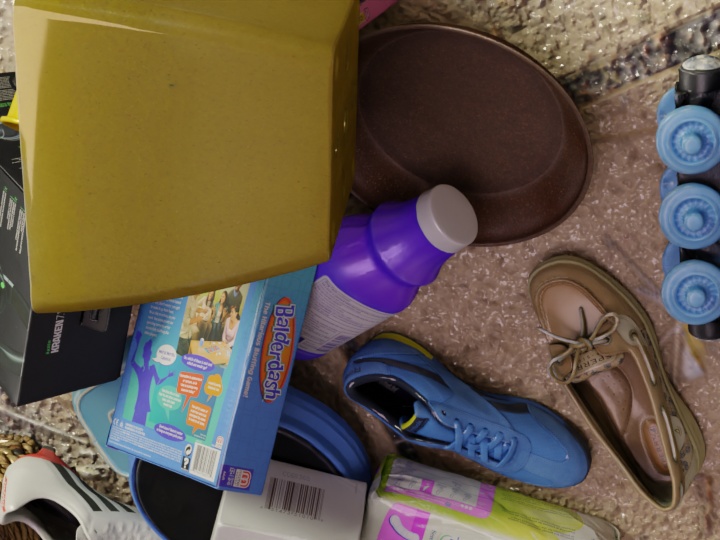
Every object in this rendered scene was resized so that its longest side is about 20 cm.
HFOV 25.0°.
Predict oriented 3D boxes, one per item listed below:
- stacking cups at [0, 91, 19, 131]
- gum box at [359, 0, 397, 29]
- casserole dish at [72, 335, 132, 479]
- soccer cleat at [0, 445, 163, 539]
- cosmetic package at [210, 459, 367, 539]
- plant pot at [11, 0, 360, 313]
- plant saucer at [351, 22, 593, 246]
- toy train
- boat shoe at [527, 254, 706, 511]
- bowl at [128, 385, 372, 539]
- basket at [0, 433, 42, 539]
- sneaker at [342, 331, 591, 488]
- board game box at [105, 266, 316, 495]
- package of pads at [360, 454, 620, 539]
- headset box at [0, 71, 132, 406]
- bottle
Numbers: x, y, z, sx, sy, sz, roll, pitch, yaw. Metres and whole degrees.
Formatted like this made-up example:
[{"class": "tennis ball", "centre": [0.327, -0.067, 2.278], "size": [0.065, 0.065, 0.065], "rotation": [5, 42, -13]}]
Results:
[{"class": "stacking cups", "centre": [-0.194, -0.189, 1.148], "size": [0.060, 0.061, 0.201], "rotation": [17, 83, 13]}, {"class": "gum box", "centre": [-0.075, -0.163, 1.126], "size": [0.200, 0.114, 0.066], "rotation": [-25, 103, 28]}, {"class": "casserole dish", "centre": [-0.157, 0.108, 1.327], "size": [0.200, 0.039, 0.121], "rotation": [-24, 104, 29]}, {"class": "soccer cleat", "centre": [-0.212, 0.223, 1.358], "size": [0.200, 0.085, 0.069], "rotation": [33, 121, -14]}, {"class": "cosmetic package", "centre": [-0.071, 0.245, 1.276], "size": [0.112, 0.081, 0.200], "rotation": [13, 129, -2]}, {"class": "plant pot", "centre": [-0.094, -0.096, 0.996], "size": [0.176, 0.200, 0.201], "rotation": [5, 116, 5]}, {"class": "plant saucer", "centre": [0.066, -0.099, 1.119], "size": [0.200, 0.037, 0.201], "rotation": [13, 139, 12]}, {"class": "toy train", "centre": [0.256, -0.046, 1.077], "size": [0.114, 0.087, 0.201], "rotation": [-2, 111, 11]}, {"class": "boat shoe", "centre": [0.185, 0.080, 1.170], "size": [0.073, 0.063, 0.200], "rotation": [-31, 100, 30]}, {"class": "bowl", "centre": [-0.091, 0.170, 1.298], "size": [0.200, 0.039, 0.201], "rotation": [5, 129, 7]}, {"class": "basket", "centre": [-0.351, 0.259, 1.405], "size": [0.142, 0.149, 0.201], "rotation": [-2, 114, 21]}, {"class": "sneaker", "centre": [0.077, 0.120, 1.222], "size": [0.200, 0.078, 0.066], "rotation": [28, 118, 5]}, {"class": "board game box", "centre": [-0.108, 0.049, 1.186], "size": [0.152, 0.045, 0.201], "rotation": [11, 87, 50]}, {"class": "package of pads", "centre": [0.090, 0.240, 1.269], "size": [0.199, 0.068, 0.155], "rotation": [18, 119, 4]}, {"class": "headset box", "centre": [-0.249, -0.024, 1.213], "size": [0.200, 0.093, 0.175], "rotation": [42, 130, 36]}, {"class": "bottle", "centre": [0.000, 0.000, 1.177], "size": [0.083, 0.065, 0.200], "rotation": [27, 140, -31]}]
